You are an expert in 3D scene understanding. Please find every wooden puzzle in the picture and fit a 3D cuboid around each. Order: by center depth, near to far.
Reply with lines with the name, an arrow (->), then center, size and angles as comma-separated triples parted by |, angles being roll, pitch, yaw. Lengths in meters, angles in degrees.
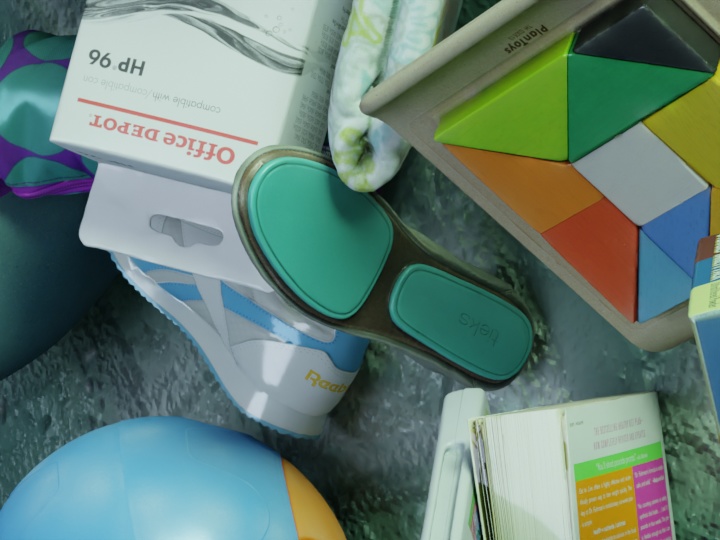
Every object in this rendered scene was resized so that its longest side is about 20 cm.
wooden puzzle -> 0.124, -0.048, 1.143 | 0.185, 0.200, 0.037 | -32, 30, 43

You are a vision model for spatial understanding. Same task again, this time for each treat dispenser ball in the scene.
treat dispenser ball -> -0.099, 0.176, 1.385 | 0.200, 0.200, 0.202 | 6, 98, 46

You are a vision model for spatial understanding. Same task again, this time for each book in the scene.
book -> 0.110, 0.158, 1.210 | 0.048, 0.133, 0.201 | -8, 87, 30

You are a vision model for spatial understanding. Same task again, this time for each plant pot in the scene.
plant pot -> -0.209, -0.030, 1.514 | 0.200, 0.134, 0.201 | 169, 90, -67

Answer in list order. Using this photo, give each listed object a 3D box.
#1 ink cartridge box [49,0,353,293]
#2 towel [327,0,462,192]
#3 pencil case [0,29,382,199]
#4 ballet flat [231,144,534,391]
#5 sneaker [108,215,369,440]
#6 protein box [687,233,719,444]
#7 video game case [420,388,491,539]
ink cartridge box -> -0.072, -0.101, 1.295 | 0.116, 0.068, 0.201 | 14, 88, 17
towel -> 0.027, -0.153, 1.251 | 0.048, 0.171, 0.201 | 15, 109, 4
pencil case -> -0.092, -0.068, 1.382 | 0.199, 0.085, 0.093 | 9, 84, 20
ballet flat -> 0.000, 0.000, 1.276 | 0.064, 0.200, 0.068 | 21, 80, 54
sneaker -> -0.065, 0.000, 1.433 | 0.200, 0.076, 0.081 | 45, 110, 32
protein box -> 0.236, 0.075, 0.971 | 0.198, 0.135, 0.201 | -13, 100, 11
video game case -> 0.059, 0.183, 1.203 | 0.022, 0.182, 0.201 | -9, 117, 13
